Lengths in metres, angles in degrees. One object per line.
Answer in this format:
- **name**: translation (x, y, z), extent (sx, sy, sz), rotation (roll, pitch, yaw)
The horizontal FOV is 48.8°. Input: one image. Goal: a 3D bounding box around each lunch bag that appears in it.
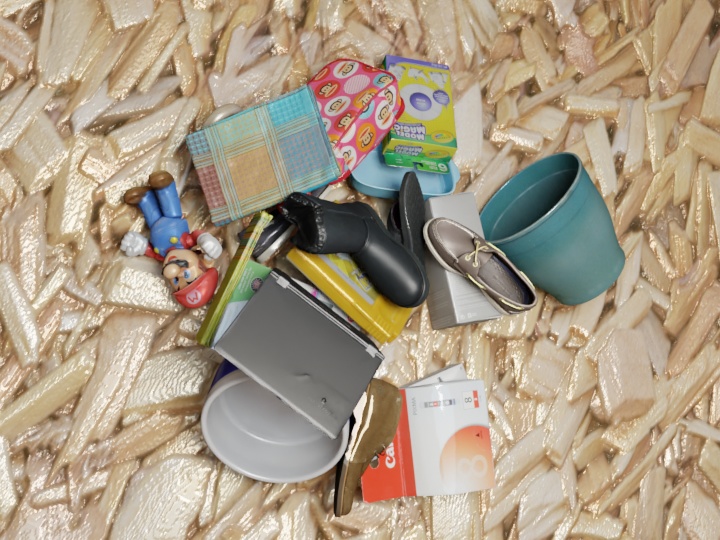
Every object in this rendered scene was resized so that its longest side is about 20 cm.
- **lunch bag**: translation (-0.049, -0.237, 1.222), extent (0.176, 0.082, 0.200), rotation (28, 69, 36)

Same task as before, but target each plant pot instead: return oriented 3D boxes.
- **plant pot**: translation (0.318, -0.051, 1.273), extent (0.188, 0.200, 0.200), rotation (47, 70, -20)

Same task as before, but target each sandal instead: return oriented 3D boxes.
- **sandal**: translation (0.066, -0.049, 1.195), extent (0.048, 0.075, 0.202), rotation (-2, 89, 24)

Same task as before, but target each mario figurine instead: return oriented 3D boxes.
- **mario figurine**: translation (-0.272, -0.039, 1.128), extent (0.106, 0.123, 0.201), rotation (-23, 82, -31)

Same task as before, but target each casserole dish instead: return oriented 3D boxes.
- **casserole dish**: translation (0.061, -0.159, 1.270), extent (0.198, 0.039, 0.122), rotation (6, 51, -16)

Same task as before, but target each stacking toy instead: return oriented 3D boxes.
- **stacking toy**: translation (-0.146, -0.155, 1.176), extent (0.085, 0.085, 0.200), rotation (-41, 76, -19)

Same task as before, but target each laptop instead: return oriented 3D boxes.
- **laptop**: translation (-0.076, 0.099, 1.047), extent (0.187, 0.200, 0.116), rotation (38, 89, -5)

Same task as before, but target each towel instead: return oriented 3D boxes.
- **towel**: translation (-0.178, 0.011, 1.108), extent (0.018, 0.086, 0.201), rotation (26, 84, -14)
- **towel**: translation (-0.139, -0.163, 1.128), extent (0.199, 0.022, 0.148), rotation (-21, 82, 5)

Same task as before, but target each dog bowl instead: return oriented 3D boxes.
- **dog bowl**: translation (-0.113, 0.195, 1.088), extent (0.199, 0.201, 0.079), rotation (24, 32, -11)

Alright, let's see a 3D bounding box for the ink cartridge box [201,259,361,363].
- **ink cartridge box**: translation (-0.110, 0.092, 1.164), extent (0.199, 0.087, 0.146), rotation (25, 70, -12)

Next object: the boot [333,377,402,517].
- **boot**: translation (0.009, 0.253, 1.119), extent (0.075, 0.074, 0.201), rotation (16, 82, -9)

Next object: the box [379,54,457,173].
- **box**: translation (0.091, -0.251, 1.284), extent (0.116, 0.048, 0.201), rotation (5, 64, -15)

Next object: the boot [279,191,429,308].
- **boot**: translation (-0.011, -0.026, 1.112), extent (0.168, 0.076, 0.201), rotation (0, 49, -52)

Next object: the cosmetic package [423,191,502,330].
- **cosmetic package**: translation (0.146, -0.013, 1.252), extent (0.090, 0.107, 0.202), rotation (-7, 84, -17)

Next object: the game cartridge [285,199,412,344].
- **game cartridge**: translation (0.000, 0.000, 1.193), extent (0.200, 0.032, 0.176), rotation (41, 34, -5)

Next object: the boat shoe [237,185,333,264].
- **boat shoe**: translation (-0.106, -0.102, 1.212), extent (0.063, 0.073, 0.200), rotation (43, 76, -8)

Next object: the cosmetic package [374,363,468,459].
- **cosmetic package**: translation (0.079, 0.216, 1.217), extent (0.199, 0.051, 0.083), rotation (-21, 85, -19)

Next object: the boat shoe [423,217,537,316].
- **boat shoe**: translation (0.180, -0.010, 1.174), extent (0.200, 0.059, 0.072), rotation (43, 72, -5)

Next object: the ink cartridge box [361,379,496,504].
- **ink cartridge box**: translation (0.096, 0.249, 1.165), extent (0.199, 0.050, 0.164), rotation (-4, 84, -21)
